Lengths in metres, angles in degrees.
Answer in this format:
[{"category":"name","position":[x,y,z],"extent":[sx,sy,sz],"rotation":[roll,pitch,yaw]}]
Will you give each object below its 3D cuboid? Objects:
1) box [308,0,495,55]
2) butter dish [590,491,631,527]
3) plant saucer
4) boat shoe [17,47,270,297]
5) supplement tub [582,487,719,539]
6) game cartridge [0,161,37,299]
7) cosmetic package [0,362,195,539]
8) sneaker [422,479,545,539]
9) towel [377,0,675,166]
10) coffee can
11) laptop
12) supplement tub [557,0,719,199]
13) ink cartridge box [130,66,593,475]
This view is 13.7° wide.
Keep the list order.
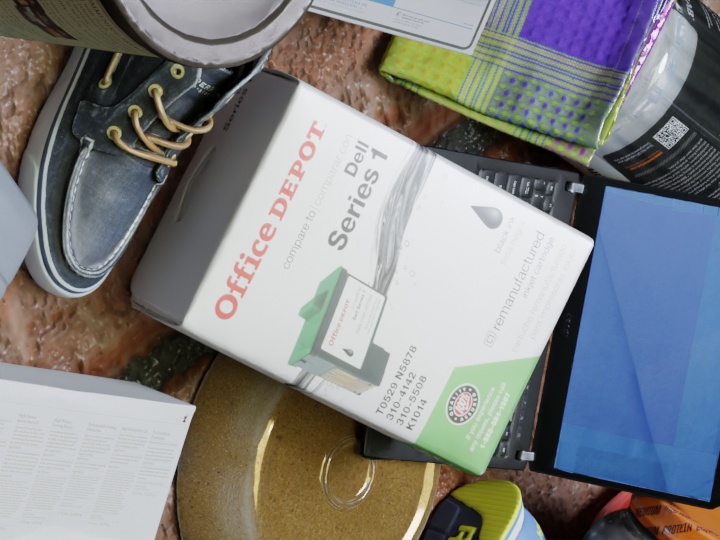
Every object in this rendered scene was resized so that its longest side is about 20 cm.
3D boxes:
[{"category":"box","position":[0.039,-0.225,1.569],"extent":[0.116,0.060,0.201],"rotation":[15,114,-23]},{"category":"butter dish","position":[0.261,0.206,1.885],"extent":[0.200,0.147,0.201],"rotation":[-31,119,-36]},{"category":"plant saucer","position":[-0.016,0.110,1.675],"extent":[0.199,0.035,0.202],"rotation":[-10,104,-43]},{"category":"boat shoe","position":[-0.107,-0.080,1.511],"extent":[0.071,0.091,0.201],"rotation":[21,83,-44]},{"category":"supplement tub","position":[0.161,0.229,1.771],"extent":[0.122,0.122,0.201],"rotation":[17,107,-44]},{"category":"game cartridge","position":[-0.244,0.005,1.435],"extent":[0.200,0.041,0.133],"rotation":[-51,124,-25]},{"category":"cosmetic package","position":[-0.168,0.090,1.484],"extent":[0.200,0.050,0.083],"rotation":[14,97,-56]},{"category":"sneaker","position":[0.053,0.222,1.739],"extent":[0.200,0.074,0.082],"rotation":[-56,132,-20]},{"category":"towel","position":[0.109,-0.173,1.680],"extent":[0.201,0.143,0.023],"rotation":[-64,167,-12]},{"category":"coffee can","position":[-0.129,-0.177,1.395],"extent":[0.146,0.199,0.147],"rotation":[-11,106,-43]},{"category":"laptop","position":[0.118,0.034,1.680],"extent":[0.199,0.103,0.178],"rotation":[8,93,-40]},{"category":"supplement tub","position":[0.187,-0.093,1.774],"extent":[0.200,0.122,0.123],"rotation":[33,75,-42]},{"category":"ink cartridge box","position":[0.000,0.000,1.585],"extent":[0.199,0.084,0.147],"rotation":[26,88,-25]}]
